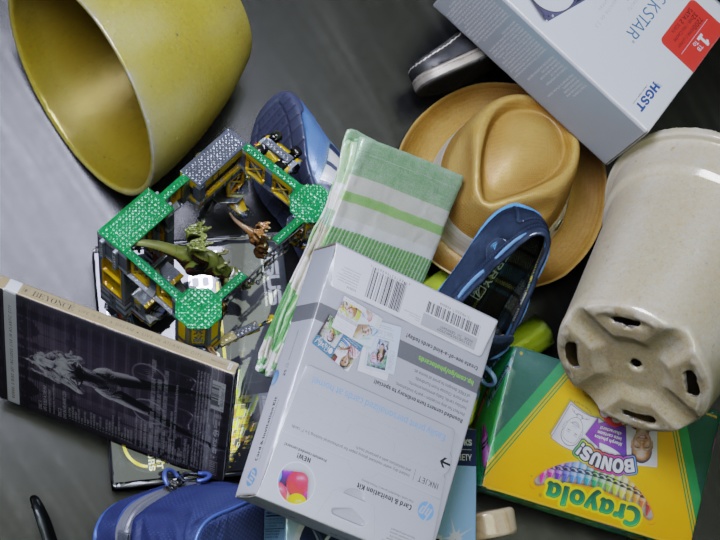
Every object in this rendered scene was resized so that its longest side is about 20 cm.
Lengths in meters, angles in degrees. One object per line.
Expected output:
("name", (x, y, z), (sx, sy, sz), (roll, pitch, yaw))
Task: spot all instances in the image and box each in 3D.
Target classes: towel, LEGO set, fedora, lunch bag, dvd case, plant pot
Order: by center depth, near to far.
("dvd case", (-0.191, 0.085, 1.594), (0.199, 0.149, 0.016), (19, 52, 7))
("lunch bag", (-0.128, 0.252, 1.597), (0.135, 0.132, 0.202), (-13, 98, -51))
("towel", (0.000, 0.000, 1.625), (0.023, 0.152, 0.201), (23, 93, 38))
("LEGO set", (-0.116, -0.008, 1.631), (0.153, 0.116, 0.200), (31, 60, 13))
("plant pot", (0.253, 0.020, 1.649), (0.200, 0.201, 0.184), (37, 51, 0))
("plant pot", (-0.172, -0.183, 1.675), (0.142, 0.200, 0.201), (-32, 85, -25))
("fedora", (0.125, -0.083, 1.723), (0.199, 0.082, 0.202), (4, 66, -10))

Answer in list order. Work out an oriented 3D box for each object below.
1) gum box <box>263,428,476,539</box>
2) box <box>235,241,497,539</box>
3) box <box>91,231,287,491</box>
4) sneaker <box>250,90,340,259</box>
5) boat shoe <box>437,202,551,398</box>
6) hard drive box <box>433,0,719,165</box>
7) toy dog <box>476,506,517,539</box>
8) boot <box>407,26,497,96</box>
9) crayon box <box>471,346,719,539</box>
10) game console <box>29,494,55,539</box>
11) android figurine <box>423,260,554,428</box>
("gum box", (0.008, 0.219, 1.579), (0.169, 0.044, 0.202), (5, 81, -28))
("box", (0.008, 0.102, 1.548), (0.155, 0.041, 0.201), (24, 71, -24))
("box", (-0.135, 0.075, 1.697), (0.160, 0.049, 0.202), (-4, 80, -10))
("sneaker", (-0.028, -0.061, 1.722), (0.082, 0.074, 0.201), (2, 54, -46))
("boat shoe", (0.088, 0.040, 1.653), (0.084, 0.069, 0.201), (19, 100, -19))
("hard drive box", (0.186, -0.216, 1.708), (0.200, 0.077, 0.156), (41, 61, -5))
("toy dog", (0.053, 0.250, 1.684), (0.198, 0.096, 0.133), (9, 82, 9))
("boot", (0.093, -0.253, 1.770), (0.199, 0.073, 0.151), (-33, 87, -17))
("crayon box", (0.189, 0.148, 1.701), (0.199, 0.058, 0.120), (18, 80, -17))
("game console", (-0.257, 0.281, 1.568), (0.116, 0.200, 0.176), (38, 78, 1))
("android figurine", (0.060, 0.078, 1.725), (0.199, 0.041, 0.183), (-35, 87, -14))
